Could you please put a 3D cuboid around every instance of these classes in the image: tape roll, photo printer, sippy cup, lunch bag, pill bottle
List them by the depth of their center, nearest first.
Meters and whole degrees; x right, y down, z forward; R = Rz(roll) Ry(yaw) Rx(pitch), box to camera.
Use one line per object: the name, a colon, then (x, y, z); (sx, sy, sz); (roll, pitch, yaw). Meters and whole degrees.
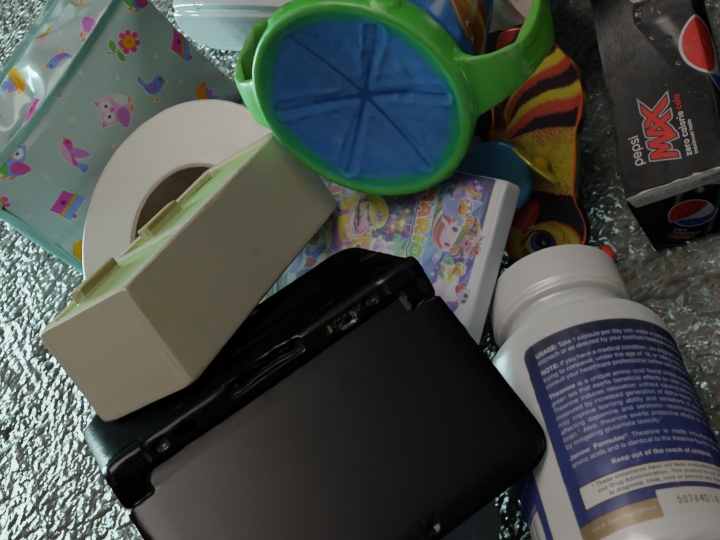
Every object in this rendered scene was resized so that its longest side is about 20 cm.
pill bottle: (0.133, 0.088, 0.717); (0.110, 0.111, 0.202); (-27, 49, 16)
sippy cup: (0.019, -0.138, 0.783); (0.176, 0.140, 0.131); (24, 49, 2)
tape roll: (-0.112, -0.020, 0.938); (0.200, 0.037, 0.206); (-4, 81, 26)
lunch bag: (-0.208, -0.105, 1.038); (0.121, 0.170, 0.202); (15, 71, 45)
photo printer: (-0.055, -0.284, 1.122); (0.165, 0.069, 0.202); (9, 65, 38)

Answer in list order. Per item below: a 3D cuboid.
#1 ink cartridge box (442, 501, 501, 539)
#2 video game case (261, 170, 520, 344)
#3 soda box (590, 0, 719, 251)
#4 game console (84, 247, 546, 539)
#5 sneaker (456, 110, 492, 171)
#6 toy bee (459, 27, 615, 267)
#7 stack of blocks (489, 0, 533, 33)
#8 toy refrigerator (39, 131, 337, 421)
ink cartridge box: (0.031, 0.194, 0.768); (0.094, 0.037, 0.202); (-10, 58, 30)
video game case: (0.000, 0.000, 0.820); (0.199, 0.018, 0.145); (15, 89, 42)
soda box: (0.197, -0.118, 0.844); (0.070, 0.063, 0.202); (-19, 52, 23)
game console: (-0.032, 0.091, 0.714); (0.199, 0.117, 0.176); (-34, 14, -13)
sneaker: (0.028, -0.063, 0.897); (0.084, 0.075, 0.201); (3, 49, 34)
toy bee: (0.118, -0.047, 0.838); (0.107, 0.202, 0.131); (16, 30, 12)
stack of blocks: (0.084, -0.205, 0.914); (0.115, 0.059, 0.200); (-48, 13, -5)
toy refrigerator: (-0.095, -0.006, 0.764); (0.075, 0.070, 0.200); (-25, 18, 35)
